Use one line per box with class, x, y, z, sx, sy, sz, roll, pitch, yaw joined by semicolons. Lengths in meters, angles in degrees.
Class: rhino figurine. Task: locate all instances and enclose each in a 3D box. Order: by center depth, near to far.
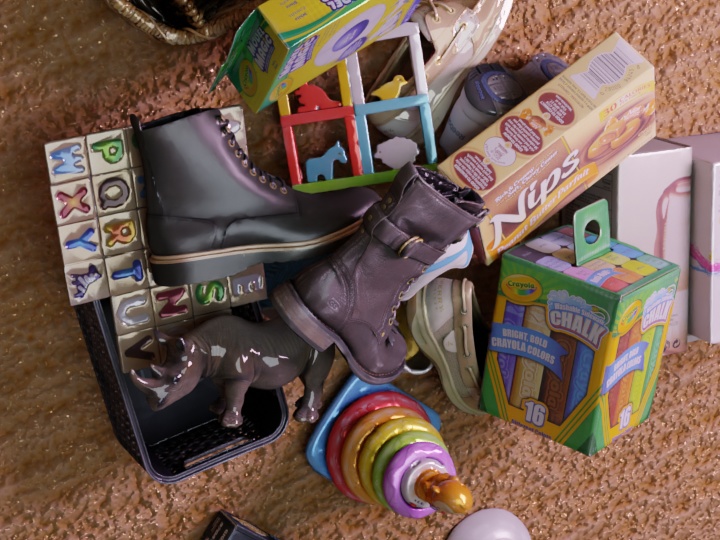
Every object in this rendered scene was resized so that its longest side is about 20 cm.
rhino figurine;-0.103;0.079;1.433;0.199;0.060;0.088;0;104;-37

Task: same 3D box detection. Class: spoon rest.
spoon rest;0.144;0.330;1.735;0.099;0.061;0.201;-24;99;-19

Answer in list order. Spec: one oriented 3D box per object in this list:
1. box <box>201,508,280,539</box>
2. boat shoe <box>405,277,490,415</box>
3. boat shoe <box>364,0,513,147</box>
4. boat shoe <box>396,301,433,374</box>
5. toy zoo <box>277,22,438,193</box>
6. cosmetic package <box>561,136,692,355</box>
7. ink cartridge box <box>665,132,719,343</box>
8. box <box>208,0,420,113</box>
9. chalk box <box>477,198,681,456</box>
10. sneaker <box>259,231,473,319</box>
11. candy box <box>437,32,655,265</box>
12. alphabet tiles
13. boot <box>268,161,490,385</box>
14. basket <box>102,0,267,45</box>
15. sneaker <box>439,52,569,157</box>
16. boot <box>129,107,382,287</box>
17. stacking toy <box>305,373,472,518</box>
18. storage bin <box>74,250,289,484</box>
box;-0.112;0.342;1.617;0.159;0.046;0.200;33;89;-28
boat shoe;0.103;0.070;1.599;0.201;0.063;0.073;57;33;-47
boat shoe;0.069;-0.206;1.546;0.069;0.074;0.201;28;91;-33
boat shoe;0.003;0.018;1.575;0.071;0.070;0.200;-39;116;-11
toy zoo;-0.004;-0.135;1.515;0.131;0.020;0.201;-9;96;2
cosmetic package;0.250;-0.024;1.661;0.087;0.103;0.201;-9;108;-24
ink cartridge box;0.355;-0.024;1.695;0.128;0.125;0.201;-9;106;-23
box;-0.029;-0.200;1.404;0.200;0.117;0.048;-32;81;-25
chalk box;0.199;0.039;1.563;0.125;0.124;0.201;-22;127;-50
sneaker;0.000;0.000;1.498;0.199;0.077;0.081;-22;134;18
candy box;0.165;-0.104;1.524;0.200;0.055;0.116;-36;152;-9
alphabet tiles;-0.161;-0.022;1.421;0.167;0.008;0.201;-14;108;-22
boot;0.036;0.002;1.412;0.174;0.069;0.200;-41;149;11
basket;-0.159;-0.276;1.382;0.143;0.149;0.200;-38;116;-11
sneaker;0.143;-0.144;1.591;0.200;0.075;0.087;-7;146;-45
boot;-0.080;-0.076;1.403;0.199;0.077;0.139;-16;104;-22
stacking toy;0.046;0.178;1.561;0.116;0.200;0.110;33;88;-28
storage bin;-0.156;0.063;1.500;0.135;0.094;0.201;-22;112;-19
